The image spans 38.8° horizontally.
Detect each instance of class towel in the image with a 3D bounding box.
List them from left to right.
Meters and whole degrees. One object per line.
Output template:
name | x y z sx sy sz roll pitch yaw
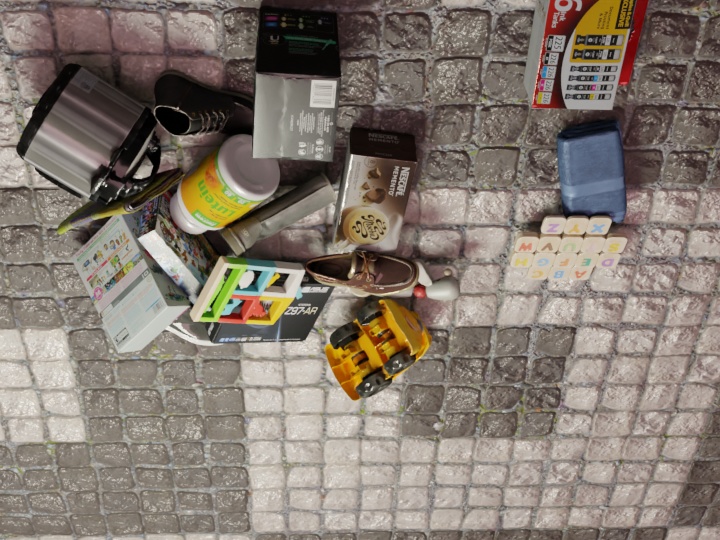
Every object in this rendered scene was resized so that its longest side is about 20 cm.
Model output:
towel | -0.388 -0.112 1.646 0.200 0.144 0.023 -12 114 38
towel | 0.395 -0.162 1.741 0.111 0.049 0.200 -9 131 8

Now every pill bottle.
pill bottle | -0.229 -0.132 1.670 0.111 0.111 0.200 31 143 -26

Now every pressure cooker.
pressure cooker | -0.403 -0.198 1.570 0.200 0.176 0.179 31 166 -15

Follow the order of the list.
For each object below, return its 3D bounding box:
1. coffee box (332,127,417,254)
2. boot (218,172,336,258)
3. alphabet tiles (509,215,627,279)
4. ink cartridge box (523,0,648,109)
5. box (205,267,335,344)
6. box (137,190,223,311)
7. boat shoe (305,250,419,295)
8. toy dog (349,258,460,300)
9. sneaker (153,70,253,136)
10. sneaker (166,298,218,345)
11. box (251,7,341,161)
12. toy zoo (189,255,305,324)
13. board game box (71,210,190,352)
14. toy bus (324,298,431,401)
coffee box | 0.022 -0.132 1.726 0.113 0.080 0.200 7 130 -8
boot | -0.142 -0.097 1.744 0.200 0.182 0.073 -37 103 -7
alphabet tiles | 0.372 -0.036 1.835 0.199 0.015 0.196 0 147 -3
ink cartridge box | 0.353 -0.351 1.555 0.175 0.084 0.200 0 130 -3
box | -0.164 0.064 1.863 0.200 0.044 0.160 2 134 -34
box | -0.304 -0.036 1.754 0.038 0.137 0.200 -24 128 15
boat shoe | 0.000 0.000 1.763 0.200 0.072 0.072 7 174 20
toy dog | 0.075 0.001 1.838 0.199 0.132 0.097 2 92 -10
sneaker | -0.233 -0.235 1.609 0.200 0.106 0.075 18 127 -17
sneaker | -0.312 0.070 1.887 0.200 0.071 0.099 23 131 -16
box | -0.096 -0.278 1.517 0.124 0.200 0.149 2 130 -7
toy zoo | -0.180 0.037 1.754 0.200 0.020 0.131 6 127 -42
board game box | -0.397 0.018 1.760 0.147 0.200 0.064 -38 162 27
toy bus | 0.064 0.136 1.913 0.192 0.136 0.200 -11 155 -45
